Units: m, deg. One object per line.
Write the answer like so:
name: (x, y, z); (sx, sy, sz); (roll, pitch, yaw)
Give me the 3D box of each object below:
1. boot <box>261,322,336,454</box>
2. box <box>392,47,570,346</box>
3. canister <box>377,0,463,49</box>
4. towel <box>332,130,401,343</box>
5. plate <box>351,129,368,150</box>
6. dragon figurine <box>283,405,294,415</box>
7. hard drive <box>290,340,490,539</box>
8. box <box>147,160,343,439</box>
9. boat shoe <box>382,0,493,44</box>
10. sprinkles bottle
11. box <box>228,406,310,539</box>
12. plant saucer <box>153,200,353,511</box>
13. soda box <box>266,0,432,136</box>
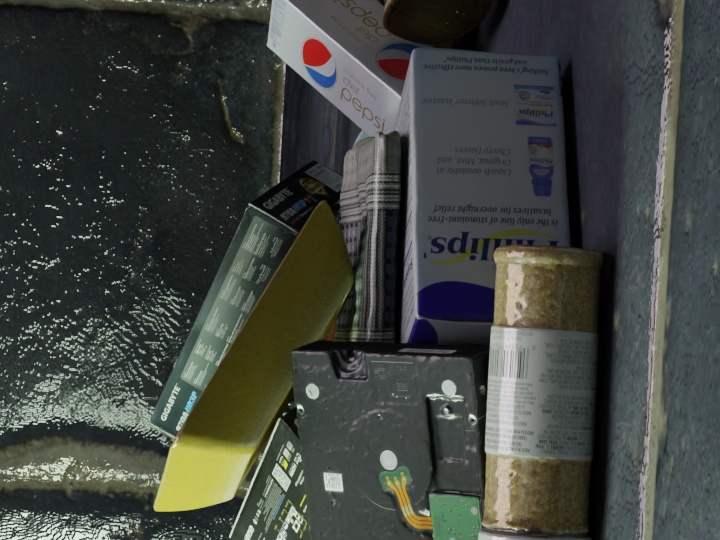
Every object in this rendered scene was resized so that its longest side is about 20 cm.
boot: (-0.021, 0.083, 1.725); (0.188, 0.068, 0.200); (59, -144, -40)
box: (0.074, -0.020, 1.398); (0.184, 0.105, 0.200); (104, 167, -65)
canister: (0.050, -0.243, 1.756); (0.200, 0.086, 0.149); (105, 165, -52)
towel: (0.000, 0.000, 1.432); (0.200, 0.034, 0.193); (-174, 86, -84)
plate: (0.041, -0.036, 1.781); (0.200, 0.026, 0.200); (28, 122, 58)
dragon figurine: (-0.012, 0.127, 1.541); (0.200, 0.059, 0.099); (46, 154, 33)
hard drive: (0.030, 0.146, 1.308); (0.038, 0.140, 0.200); (-18, -75, -54)
box: (-0.080, 0.025, 1.587); (0.200, 0.046, 0.159); (-64, -8, 21)
boat shoe: (0.077, -0.241, 1.588); (0.200, 0.074, 0.066); (-40, 35, 57)
sprinkles bottle: (0.109, 0.086, 1.237); (0.068, 0.068, 0.200); (169, 104, -82)
box: (-0.013, 0.197, 1.452); (0.160, 0.049, 0.200); (47, 148, 17)
plant saucer: (-0.067, 0.072, 1.410); (0.200, 0.048, 0.200); (-59, -1, -21)
soda box: (0.012, -0.166, 1.684); (0.200, 0.068, 0.064); (43, 143, 28)
